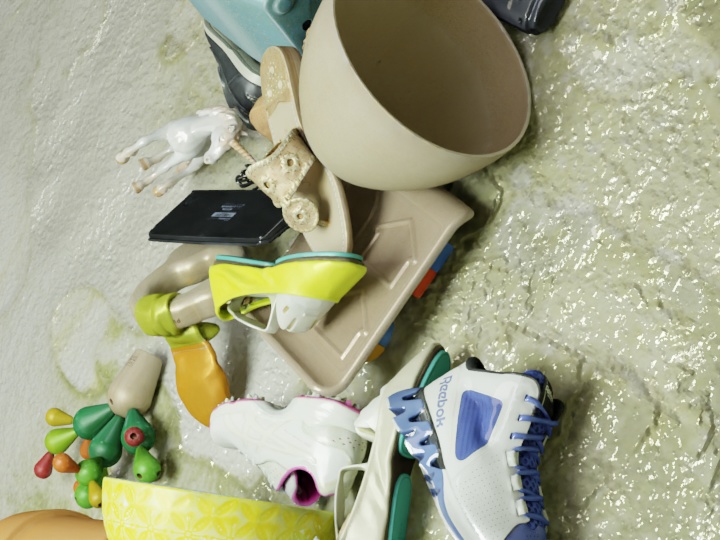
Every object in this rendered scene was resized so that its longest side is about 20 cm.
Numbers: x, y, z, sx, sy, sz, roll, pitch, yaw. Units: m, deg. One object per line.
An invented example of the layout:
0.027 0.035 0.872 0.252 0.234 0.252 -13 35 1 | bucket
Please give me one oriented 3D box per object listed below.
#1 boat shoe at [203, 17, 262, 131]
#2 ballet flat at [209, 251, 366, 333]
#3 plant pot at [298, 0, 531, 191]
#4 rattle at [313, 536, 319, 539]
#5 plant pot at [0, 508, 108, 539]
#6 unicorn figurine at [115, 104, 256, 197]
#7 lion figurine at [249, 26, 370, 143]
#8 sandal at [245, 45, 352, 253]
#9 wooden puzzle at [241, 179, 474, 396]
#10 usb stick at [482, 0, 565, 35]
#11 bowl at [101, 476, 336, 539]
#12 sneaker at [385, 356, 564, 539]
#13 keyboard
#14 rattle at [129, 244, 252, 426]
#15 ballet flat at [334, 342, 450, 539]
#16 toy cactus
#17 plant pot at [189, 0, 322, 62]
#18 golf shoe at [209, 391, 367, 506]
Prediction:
-0.126 -0.215 1.693 0.201 0.071 0.068 -118 36 -52 | boat shoe
-0.064 0.020 1.402 0.199 0.066 0.068 -1 81 51 | ballet flat
0.025 -0.144 1.376 0.134 0.199 0.202 -42 42 43 | plant pot
-0.055 0.310 1.231 0.130 0.142 0.201 36 112 31 | rattle
-0.240 0.303 1.452 0.139 0.199 0.202 -18 57 37 | plant pot
-0.169 -0.124 1.638 0.137 0.074 0.200 -30 15 10 | unicorn figurine
-0.048 -0.154 1.517 0.199 0.122 0.073 -33 48 37 | lion figurine
-0.071 -0.096 1.422 0.078 0.069 0.214 -40 59 53 | sandal
0.000 0.000 1.429 0.201 0.046 0.185 -51 36 2 | wooden puzzle
0.112 -0.258 1.452 0.056 0.032 0.200 -59 38 7 | usb stick
-0.120 0.236 1.341 0.199 0.199 0.109 -2 76 50 | bowl
0.106 0.136 1.199 0.115 0.080 0.200 -38 54 10 | sneaker
-0.109 -0.061 1.552 0.199 0.021 0.127 5 43 50 | keyboard
-0.136 0.031 1.595 0.130 0.143 0.200 -36 17 16 | rattle
0.017 0.150 1.311 0.069 0.069 0.202 0 71 51 | ballet flat
-0.255 0.155 1.643 0.199 0.102 0.166 -4 58 59 | toy cactus
-0.072 -0.303 1.552 0.196 0.196 0.200 -42 53 1 | plant pot
-0.070 0.155 1.421 0.199 0.075 0.093 -8 68 50 | golf shoe
